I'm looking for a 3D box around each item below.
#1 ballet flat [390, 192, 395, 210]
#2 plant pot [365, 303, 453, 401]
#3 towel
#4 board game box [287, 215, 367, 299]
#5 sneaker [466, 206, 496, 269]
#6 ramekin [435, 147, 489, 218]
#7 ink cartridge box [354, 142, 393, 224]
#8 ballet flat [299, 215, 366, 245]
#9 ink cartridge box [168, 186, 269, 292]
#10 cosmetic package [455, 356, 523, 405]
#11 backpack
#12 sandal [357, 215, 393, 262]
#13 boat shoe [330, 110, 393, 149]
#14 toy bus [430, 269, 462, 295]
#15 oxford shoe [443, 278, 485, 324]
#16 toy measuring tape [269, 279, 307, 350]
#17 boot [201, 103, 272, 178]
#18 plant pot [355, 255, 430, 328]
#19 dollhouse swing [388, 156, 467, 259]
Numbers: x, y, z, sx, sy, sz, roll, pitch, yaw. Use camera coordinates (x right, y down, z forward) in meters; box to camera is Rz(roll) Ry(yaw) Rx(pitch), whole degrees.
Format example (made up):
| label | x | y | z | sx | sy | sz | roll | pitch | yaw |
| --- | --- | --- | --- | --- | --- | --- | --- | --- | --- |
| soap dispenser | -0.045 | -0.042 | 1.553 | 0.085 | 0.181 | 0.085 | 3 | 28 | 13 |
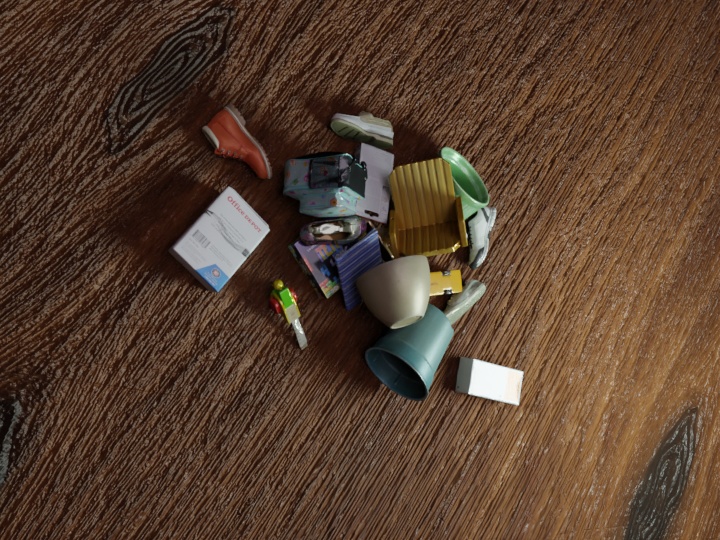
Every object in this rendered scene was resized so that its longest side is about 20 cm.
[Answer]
| label | x | y | z | sx | sy | sz | roll | pitch | yaw |
| --- | --- | --- | --- | --- | --- | --- | --- | --- | --- |
| ballet flat | 0.106 | -0.178 | 1.689 | 0.064 | 0.069 | 0.208 | 5 | 76 | -55 |
| plant pot | 0.144 | 0.204 | 1.629 | 0.201 | 0.198 | 0.197 | 49 | 61 | -16 |
| towel | 0.000 | 0.000 | 1.588 | 0.144 | 0.024 | 0.203 | -38 | 143 | -23 |
| board game box | -0.068 | -0.052 | 1.601 | 0.199 | 0.056 | 0.168 | -39 | 106 | -24 |
| sneaker | 0.346 | -0.103 | 1.821 | 0.078 | 0.074 | 0.206 | 18 | 74 | -10 |
| ramekin | 0.263 | -0.236 | 1.716 | 0.197 | 0.097 | 0.204 | 32 | 36 | -26 |
| ink cartridge box | 0.028 | -0.230 | 1.651 | 0.106 | 0.050 | 0.207 | 14 | 73 | -26 |
| ballet flat | -0.058 | -0.102 | 1.539 | 0.194 | 0.071 | 0.072 | -9 | 88 | -28 |
| ink cartridge box | -0.334 | -0.073 | 1.446 | 0.145 | 0.084 | 0.202 | 45 | 70 | -18 |
| cosmetic package | 0.383 | 0.328 | 1.805 | 0.195 | 0.071 | 0.105 | 16 | 80 | -25 |
| backpack | -0.096 | -0.213 | 1.517 | 0.175 | 0.193 | 0.159 | 3 | 95 | -70 |
| sandal | 0.058 | -0.104 | 1.658 | 0.069 | 0.077 | 0.213 | -41 | 100 | -16 |
| boat shoe | 0.004 | -0.393 | 1.655 | 0.195 | 0.074 | 0.071 | 13 | 75 | -33 |
| toy bus | 0.197 | 0.038 | 1.721 | 0.194 | 0.078 | 0.068 | -6 | 90 | -27 |
| oxford shoe | 0.283 | 0.097 | 1.778 | 0.199 | 0.076 | 0.058 | -41 | 65 | -16 |
| toy measuring tape | -0.184 | 0.107 | 1.539 | 0.073 | 0.073 | 0.205 | -33 | 124 | -25 |
| boot | -0.300 | -0.293 | 1.490 | 0.107 | 0.075 | 0.202 | -39 | 96 | -20 |
| plant pot | 0.099 | 0.066 | 1.544 | 0.195 | 0.200 | 0.138 | -11 | 72 | -27 |
| dollhouse swing | 0.164 | -0.162 | 1.564 | 0.193 | 0.184 | 0.180 | -9 | 124 | 11 |
